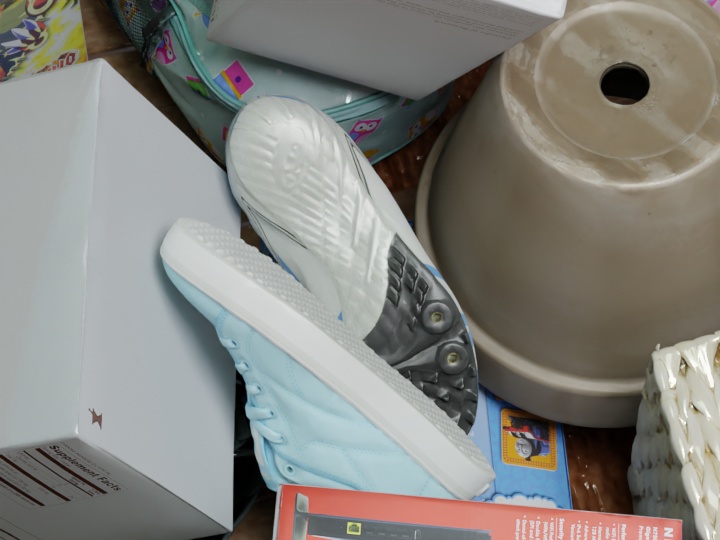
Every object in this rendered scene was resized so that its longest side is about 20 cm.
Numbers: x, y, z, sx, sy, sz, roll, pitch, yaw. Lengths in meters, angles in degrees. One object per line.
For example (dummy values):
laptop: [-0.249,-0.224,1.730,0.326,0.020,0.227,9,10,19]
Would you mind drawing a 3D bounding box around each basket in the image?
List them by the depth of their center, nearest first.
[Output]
basket: [0.204,0.114,1.179,0.123,0.200,0.136,-13,65,-2]

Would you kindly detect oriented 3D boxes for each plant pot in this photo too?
plant pot: [0.123,-0.047,1.198,0.199,0.174,0.201,0,64,1]

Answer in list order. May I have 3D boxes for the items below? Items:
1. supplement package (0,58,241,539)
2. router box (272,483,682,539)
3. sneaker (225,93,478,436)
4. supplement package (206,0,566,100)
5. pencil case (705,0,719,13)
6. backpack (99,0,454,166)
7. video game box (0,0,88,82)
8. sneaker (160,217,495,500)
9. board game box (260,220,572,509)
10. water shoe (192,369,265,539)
supplement package: [-0.177,0.031,1.181,0.199,0.147,0.192,-11,62,23]
router box: [0.045,0.163,1.139,0.178,0.200,0.049,5,63,-1]
sneaker: [0.000,0.000,1.221,0.072,0.072,0.201,-30,91,6]
supplement package: [0.016,-0.167,1.145,0.119,0.200,0.122,14,79,-15]
pencil case: [0.147,-0.159,1.289,0.199,0.088,0.088,28,66,16]
backpack: [-0.037,-0.154,1.320,0.175,0.153,0.201,-24,75,-20]
video game box: [-0.237,-0.109,1.263,0.200,0.182,0.047,-32,68,-17]
sneaker: [-0.030,0.062,1.154,0.200,0.074,0.082,42,96,-13]
board game box: [0.029,0.070,1.256,0.150,0.037,0.201,4,62,-18]
water shoe: [-0.071,0.080,1.235,0.079,0.071,0.201,4,70,32]
